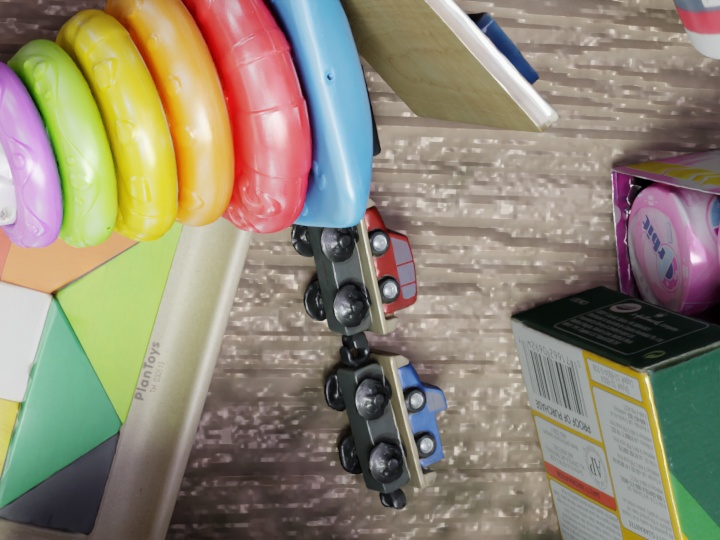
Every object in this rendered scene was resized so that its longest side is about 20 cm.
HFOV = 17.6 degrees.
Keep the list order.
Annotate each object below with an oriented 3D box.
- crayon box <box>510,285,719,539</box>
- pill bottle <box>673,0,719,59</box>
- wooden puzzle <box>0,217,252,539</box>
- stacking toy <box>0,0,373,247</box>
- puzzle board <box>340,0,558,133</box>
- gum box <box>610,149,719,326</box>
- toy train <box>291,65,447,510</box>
[{"bbox_3d":[0.129,0.116,0.967,0.051,0.126,0.202,-18,104,-18],"label":"crayon box"},{"bbox_3d":[0.153,-0.199,0.932,0.119,0.119,0.201,-29,107,-14],"label":"pill bottle"},{"bbox_3d":[-0.150,0.024,0.895,0.199,0.037,0.187,15,93,-22],"label":"wooden puzzle"},{"bbox_3d":[-0.105,-0.046,0.843,0.199,0.110,0.117,-20,102,-21],"label":"stacking toy"},{"bbox_3d":[-0.004,-0.112,0.830,0.017,0.200,0.151,-44,101,-4],"label":"puzzle board"},{"bbox_3d":[0.198,-0.009,0.932,0.113,0.200,0.067,-10,102,-20],"label":"gum box"},{"bbox_3d":[0.000,0.000,0.952,0.046,0.034,0.202,-19,104,-30],"label":"toy train"}]
